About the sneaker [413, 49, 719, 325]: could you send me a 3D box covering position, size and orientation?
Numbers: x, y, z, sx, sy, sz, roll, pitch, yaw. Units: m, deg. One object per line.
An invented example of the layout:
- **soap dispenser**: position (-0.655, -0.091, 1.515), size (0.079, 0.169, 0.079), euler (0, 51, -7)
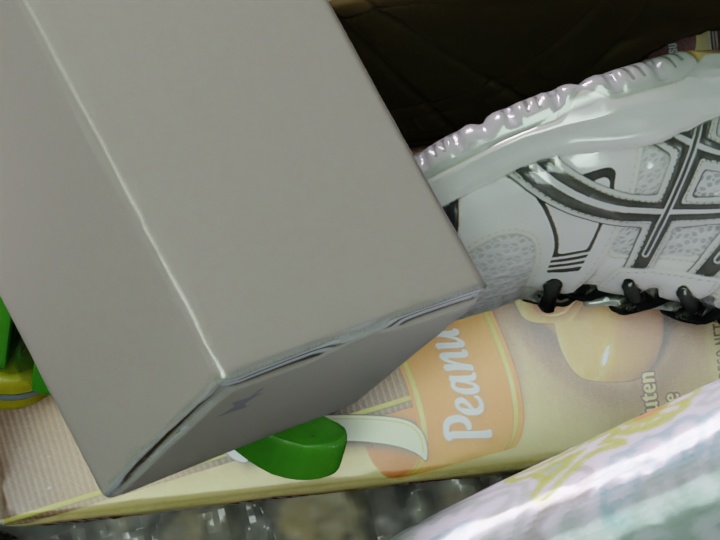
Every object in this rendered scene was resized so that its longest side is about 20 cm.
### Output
- **sneaker**: position (0.090, -0.010, 0.706), size (0.199, 0.076, 0.088), euler (-19, 87, 1)

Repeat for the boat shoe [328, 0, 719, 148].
- **boat shoe**: position (0.044, -0.086, 0.712), size (0.199, 0.074, 0.067), euler (-17, 58, 20)

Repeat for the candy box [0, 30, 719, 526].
- **candy box**: position (0.000, 0.000, 0.776), size (0.199, 0.055, 0.116), euler (-7, 85, 3)

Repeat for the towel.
- **towel**: position (0.097, 0.061, 0.697), size (0.171, 0.200, 0.048), euler (-27, 74, 3)

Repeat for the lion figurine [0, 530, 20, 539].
- **lion figurine**: position (-0.163, 0.117, 0.782), size (0.199, 0.072, 0.123), euler (17, 96, 19)

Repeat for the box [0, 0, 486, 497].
- **box**: position (-0.060, -0.057, 0.667), size (0.082, 0.068, 0.200), euler (-17, 75, -38)

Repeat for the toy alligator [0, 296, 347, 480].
- **toy alligator**: position (-0.089, -0.006, 0.731), size (0.200, 0.059, 0.054), euler (23, 46, 8)
